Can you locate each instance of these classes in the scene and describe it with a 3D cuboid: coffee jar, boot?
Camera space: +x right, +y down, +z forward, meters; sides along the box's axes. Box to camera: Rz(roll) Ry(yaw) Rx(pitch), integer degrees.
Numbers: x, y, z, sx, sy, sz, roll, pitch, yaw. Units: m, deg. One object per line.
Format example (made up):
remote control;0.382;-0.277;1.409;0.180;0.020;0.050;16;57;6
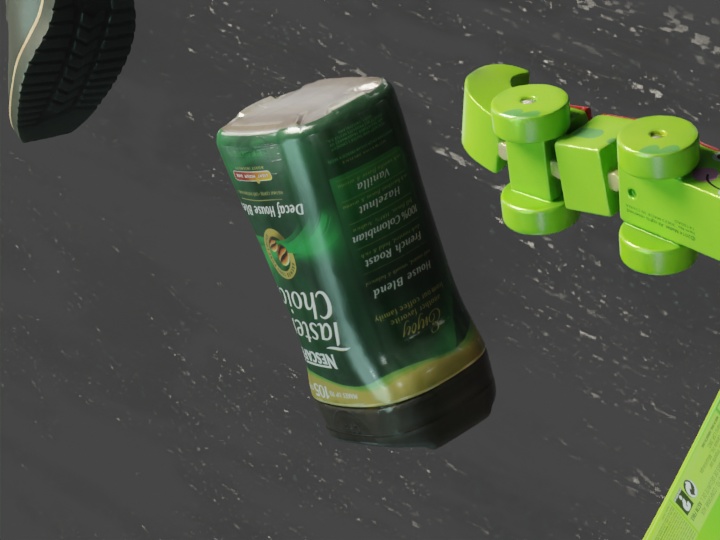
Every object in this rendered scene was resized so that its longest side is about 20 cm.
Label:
coffee jar;0.000;0.000;1.473;0.104;0.085;0.201;1;116;56
boot;-0.199;-0.192;1.640;0.138;0.077;0.200;47;134;31

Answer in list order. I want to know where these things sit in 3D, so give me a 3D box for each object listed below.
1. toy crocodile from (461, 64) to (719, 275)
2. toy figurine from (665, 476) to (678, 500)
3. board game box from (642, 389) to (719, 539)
toy crocodile;0.121;-0.049;1.286;0.200;0.062;0.068;21;131;42
toy figurine;0.158;0.205;1.307;0.200;0.184;0.151;19;130;48
board game box;0.187;0.103;1.154;0.102;0.048;0.200;50;144;26
